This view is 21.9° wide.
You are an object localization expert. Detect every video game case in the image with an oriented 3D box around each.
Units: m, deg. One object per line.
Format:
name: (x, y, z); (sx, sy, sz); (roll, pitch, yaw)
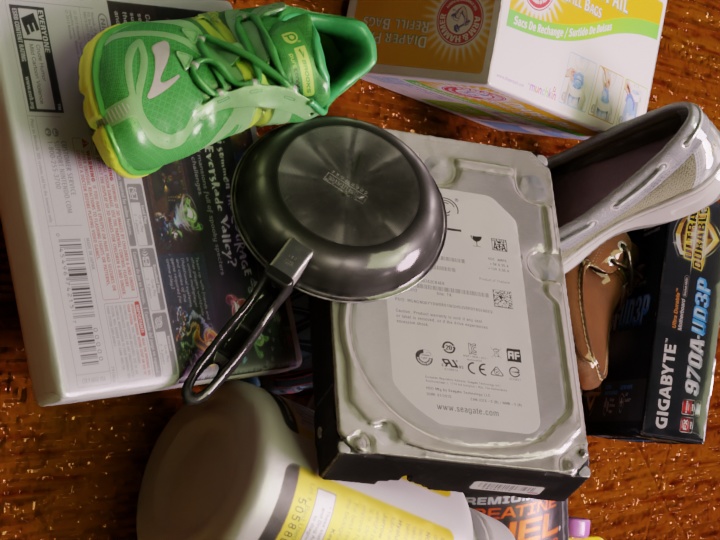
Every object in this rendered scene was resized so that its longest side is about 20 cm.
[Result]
video game case: (-0.108, -0.041, 0.911); (0.182, 0.023, 0.200); (-4, 81, -55)

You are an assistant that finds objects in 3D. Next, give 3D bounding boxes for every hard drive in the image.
hard drive: (0.042, 0.019, 0.976); (0.140, 0.038, 0.200); (8, 56, -18)

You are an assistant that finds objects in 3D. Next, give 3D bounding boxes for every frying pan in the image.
frying pan: (-0.038, -0.021, 0.933); (0.190, 0.115, 0.031); (-27, 158, -30)

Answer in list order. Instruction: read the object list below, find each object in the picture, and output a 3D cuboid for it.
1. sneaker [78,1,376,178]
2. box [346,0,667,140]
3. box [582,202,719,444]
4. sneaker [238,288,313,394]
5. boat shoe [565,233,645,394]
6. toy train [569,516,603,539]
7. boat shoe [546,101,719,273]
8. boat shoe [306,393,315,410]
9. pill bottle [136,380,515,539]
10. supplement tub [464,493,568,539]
sneaker: (-0.062, -0.099, 0.902); (0.200, 0.084, 0.074); (-29, 102, -54)
box: (0.092, -0.148, 1.149); (0.200, 0.112, 0.101); (12, 88, -54)
box: (0.201, 0.039, 1.289); (0.200, 0.046, 0.159); (144, -45, -83)
sneaker: (0.000, 0.000, 1.050); (0.200, 0.095, 0.079); (-58, 137, -34)
boat shoe: (0.151, -0.007, 1.222); (0.072, 0.068, 0.200); (63, 20, -46)
toy train: (0.137, 0.259, 1.321); (0.200, 0.056, 0.150); (47, 58, -43)
boat shoe: (0.131, -0.048, 1.156); (0.065, 0.202, 0.074); (42, 36, -44)
boat shoe: (0.033, 0.040, 1.095); (0.068, 0.075, 0.200); (31, 80, -12)
pill bottle: (-0.011, 0.141, 0.993); (0.200, 0.111, 0.111); (27, 71, -33)
supplement tub: (0.077, 0.127, 1.169); (0.107, 0.107, 0.200); (-18, 108, -53)
